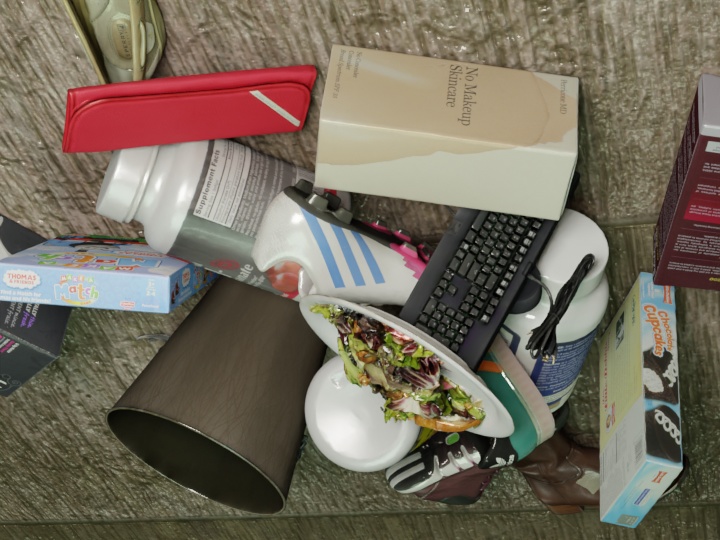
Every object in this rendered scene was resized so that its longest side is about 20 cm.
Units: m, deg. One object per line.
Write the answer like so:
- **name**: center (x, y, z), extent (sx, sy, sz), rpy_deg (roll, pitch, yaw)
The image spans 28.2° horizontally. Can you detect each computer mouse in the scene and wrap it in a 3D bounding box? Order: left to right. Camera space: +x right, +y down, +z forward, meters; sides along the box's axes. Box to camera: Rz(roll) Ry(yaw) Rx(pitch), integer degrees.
- **computer mouse**: center (0.074, -0.041, 1.190), extent (0.200, 0.059, 0.034), rpy_deg (49, 160, 10)

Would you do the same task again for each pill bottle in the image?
- **pill bottle**: center (-0.117, -0.054, 1.222), extent (0.199, 0.111, 0.111), rpy_deg (20, 141, -15)
- **pill bottle**: center (0.027, 0.118, 1.350), extent (0.109, 0.110, 0.200), rpy_deg (-5, -177, 17)
- **pill bottle**: center (0.159, 0.037, 1.287), extent (0.110, 0.111, 0.200), rpy_deg (9, 143, -1)

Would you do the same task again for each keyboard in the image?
- **keyboard**: center (0.126, -0.004, 1.154), extent (0.127, 0.200, 0.021), rpy_deg (31, 158, -1)

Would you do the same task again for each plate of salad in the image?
- **plate of salad**: center (0.031, 0.085, 1.144), extent (0.200, 0.048, 0.200), rpy_deg (31, 164, 10)

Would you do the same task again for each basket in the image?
- **basket**: center (-0.108, 0.094, 1.319), extent (0.180, 0.201, 0.136), rpy_deg (30, 149, -6)

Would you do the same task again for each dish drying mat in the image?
- **dish drying mat**: center (-0.135, -0.126, 1.141), extent (0.199, 0.018, 0.077), rpy_deg (-9, 150, -21)

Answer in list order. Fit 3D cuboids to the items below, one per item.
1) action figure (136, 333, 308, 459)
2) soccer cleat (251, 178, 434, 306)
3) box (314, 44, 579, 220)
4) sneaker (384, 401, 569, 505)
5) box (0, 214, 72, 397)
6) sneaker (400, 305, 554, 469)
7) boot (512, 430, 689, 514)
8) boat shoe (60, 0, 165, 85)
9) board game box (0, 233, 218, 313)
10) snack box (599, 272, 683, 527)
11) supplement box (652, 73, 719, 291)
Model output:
- **action figure**: center (-0.131, 0.115, 1.452), extent (0.200, 0.102, 0.119), rpy_deg (46, 176, 12)
- **soccer cleat**: center (0.000, 0.000, 1.177), extent (0.199, 0.070, 0.087), rpy_deg (28, 103, -26)
- **box**: center (0.068, -0.109, 1.133), extent (0.199, 0.095, 0.078), rpy_deg (7, 140, 0)
- **sneaker**: center (0.131, 0.179, 1.453), extent (0.199, 0.076, 0.116), rpy_deg (-24, 145, 17)
- **box**: center (-0.379, 0.012, 1.346), extent (0.200, 0.123, 0.106), rpy_deg (31, 137, -26)
- **sneaker**: center (0.081, 0.082, 1.250), extent (0.200, 0.080, 0.071), rpy_deg (52, 153, 16)
- **boot**: center (0.221, 0.180, 1.507), extent (0.186, 0.064, 0.200), rpy_deg (-22, 129, 30)
- **boat shoe**: center (-0.196, -0.212, 1.073), extent (0.073, 0.063, 0.201), rpy_deg (1, 142, 9)
- **board game box**: center (-0.218, 0.000, 1.264), extent (0.150, 0.200, 0.037), rpy_deg (4, 100, 5)
- **snack box**: center (0.251, 0.115, 1.297), extent (0.037, 0.201, 0.116), rpy_deg (11, 143, -6)
- **supplement box**: center (0.310, -0.064, 1.171), extent (0.108, 0.061, 0.200), rpy_deg (7, 141, 3)
